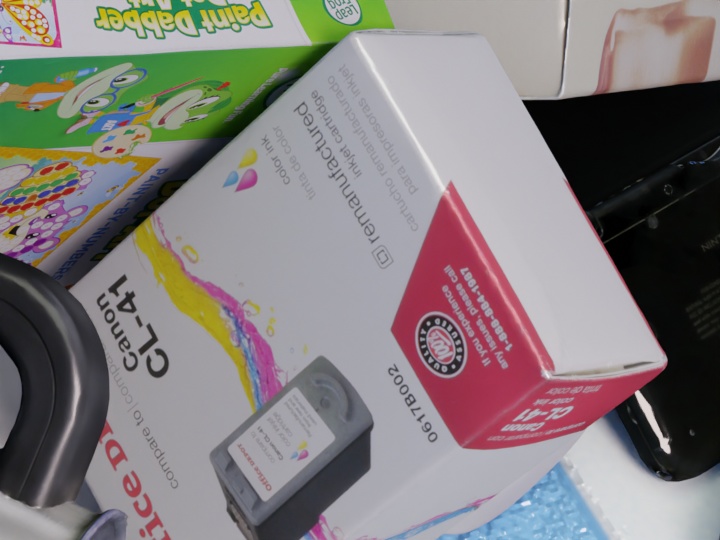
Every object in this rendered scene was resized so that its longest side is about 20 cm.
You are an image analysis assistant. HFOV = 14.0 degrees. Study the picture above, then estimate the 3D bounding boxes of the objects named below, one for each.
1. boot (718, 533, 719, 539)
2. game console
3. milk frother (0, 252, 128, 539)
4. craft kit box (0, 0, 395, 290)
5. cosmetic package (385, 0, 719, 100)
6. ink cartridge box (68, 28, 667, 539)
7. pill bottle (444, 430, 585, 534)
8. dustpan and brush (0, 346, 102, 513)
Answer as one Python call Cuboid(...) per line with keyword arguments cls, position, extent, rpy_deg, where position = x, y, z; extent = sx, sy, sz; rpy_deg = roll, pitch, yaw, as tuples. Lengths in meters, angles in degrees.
Cuboid(cls="boot", position=(0.241, 0.046, 1.197), extent=(0.164, 0.066, 0.200), rpy_deg=(17, 62, 0))
Cuboid(cls="game console", position=(0.133, -0.014, 1.285), extent=(0.200, 0.116, 0.176), rpy_deg=(-29, 92, -34))
Cuboid(cls="milk frother", position=(-0.183, 0.075, 0.898), extent=(0.188, 0.181, 0.200), rpy_deg=(24, 19, 7))
Cuboid(cls="craft kit box", position=(-0.119, -0.044, 1.045), extent=(0.197, 0.200, 0.049), rpy_deg=(-10, 69, -41))
Cuboid(cls="cosmetic package", position=(0.084, -0.120, 1.222), extent=(0.103, 0.087, 0.200), rpy_deg=(7, 8, 30))
Cuboid(cls="ink cartridge box", position=(-0.011, 0.028, 1.056), extent=(0.086, 0.200, 0.148), rpy_deg=(-5, 60, -55))
Cuboid(cls="pill bottle", position=(0.000, 0.000, 1.168), extent=(0.200, 0.114, 0.114), rpy_deg=(41, 51, 20))
Cuboid(cls="dustpan and brush", position=(-0.164, 0.037, 1.122), extent=(0.139, 0.057, 0.200), rpy_deg=(-1, 40, -21))
